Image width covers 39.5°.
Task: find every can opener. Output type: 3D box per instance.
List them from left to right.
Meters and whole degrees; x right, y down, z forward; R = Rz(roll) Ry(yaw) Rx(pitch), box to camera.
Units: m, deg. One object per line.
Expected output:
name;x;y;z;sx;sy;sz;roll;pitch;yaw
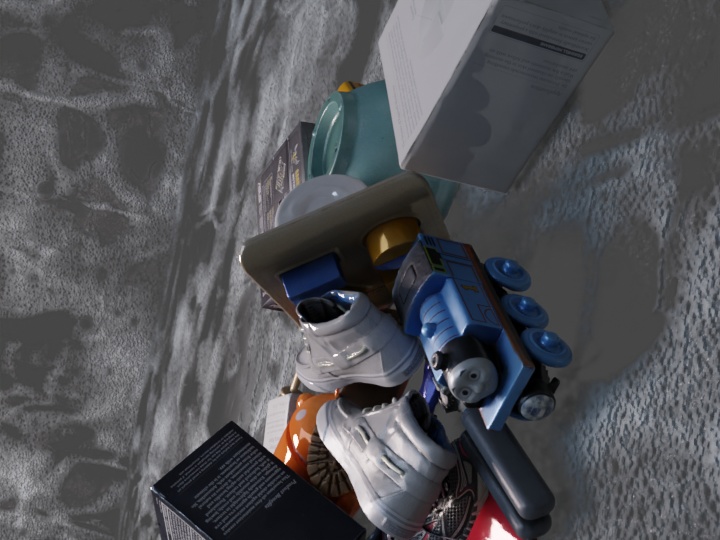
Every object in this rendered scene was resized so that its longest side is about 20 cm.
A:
can opener;0.114;0.135;0.853;0.200;0.066;0.053;-116;17;-48

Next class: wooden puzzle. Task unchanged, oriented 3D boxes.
wooden puzzle;0.000;0.000;0.969;0.200;0.184;0.047;57;-169;-62

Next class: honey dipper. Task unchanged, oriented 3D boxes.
honey dipper;-0.082;0.126;1.439;0.038;0.038;0.201;-127;52;-64

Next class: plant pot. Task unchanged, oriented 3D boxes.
plant pot;0.018;-0.133;1.157;0.200;0.133;0.202;-168;90;-71

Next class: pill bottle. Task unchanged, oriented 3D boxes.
pill bottle;-0.016;-0.001;1.109;0.200;0.110;0.111;69;-169;-48

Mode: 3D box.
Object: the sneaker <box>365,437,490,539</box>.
sneaker;0.060;0.231;0.929;0.081;0.074;0.201;-104;32;-50

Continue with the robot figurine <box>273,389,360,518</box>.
robot figurine;-0.045;0.223;1.162;0.201;0.116;0.144;-64;-1;33

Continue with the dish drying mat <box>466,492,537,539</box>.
dish drying mat;0.098;0.290;0.870;0.077;0.018;0.201;54;129;55

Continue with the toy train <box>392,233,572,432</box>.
toy train;0.099;0.051;0.857;0.200;0.114;0.087;-107;33;-54

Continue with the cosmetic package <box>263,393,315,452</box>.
cosmetic package;-0.088;0.271;1.324;0.102;0.074;0.201;147;132;-64

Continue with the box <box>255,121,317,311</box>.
box;-0.084;-0.069;1.316;0.158;0.048;0.201;-42;47;51

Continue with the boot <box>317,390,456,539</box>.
boot;0.028;0.148;0.909;0.096;0.073;0.200;-56;30;9

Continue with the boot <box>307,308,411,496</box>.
boot;0.011;0.145;1.062;0.201;0.075;0.107;-64;-13;-7

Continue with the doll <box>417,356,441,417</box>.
doll;0.054;0.171;1.007;0.137;0.048;0.201;-79;5;-68

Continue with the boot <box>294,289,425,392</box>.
boot;-0.026;0.059;0.954;0.200;0.096;0.074;-14;36;56

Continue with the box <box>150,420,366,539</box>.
box;-0.104;0.304;1.066;0.198;0.123;0.201;34;143;26

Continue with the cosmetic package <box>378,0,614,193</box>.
cosmetic package;0.116;-0.219;0.946;0.200;0.122;0.200;122;152;-42

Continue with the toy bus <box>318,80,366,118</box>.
toy bus;-0.026;-0.153;1.371;0.065;0.078;0.201;-117;42;-58
